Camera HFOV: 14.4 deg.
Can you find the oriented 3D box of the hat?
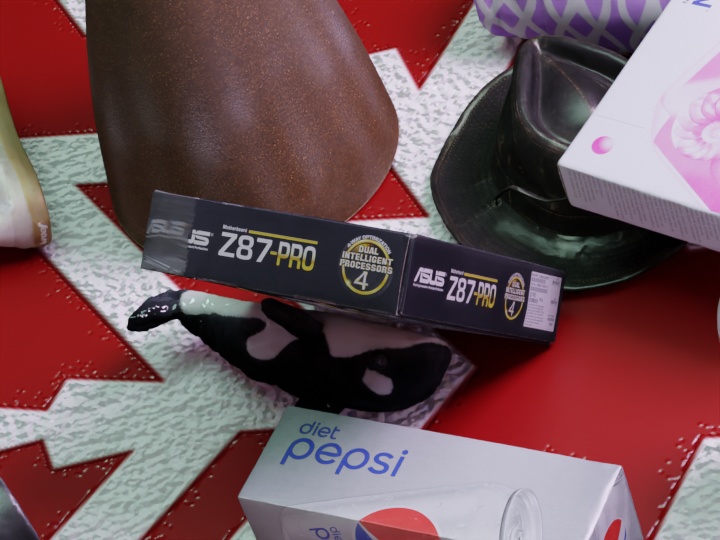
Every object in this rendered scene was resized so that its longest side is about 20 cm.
[{"bbox_3d":[0.123,-0.085,1.655,0.199,0.081,0.201,-11,44,10],"label":"hat"}]

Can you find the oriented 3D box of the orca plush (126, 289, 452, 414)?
[{"bbox_3d":[-0.043,0.057,1.581,0.199,0.105,0.072,12,83,22],"label":"orca plush"}]

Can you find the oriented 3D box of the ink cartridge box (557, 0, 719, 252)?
[{"bbox_3d":[0.239,-0.092,1.555,0.199,0.043,0.197,18,60,33],"label":"ink cartridge box"}]

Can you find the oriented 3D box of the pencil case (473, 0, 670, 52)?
[{"bbox_3d":[0.166,-0.177,1.729,0.199,0.084,0.086,8,68,25],"label":"pencil case"}]

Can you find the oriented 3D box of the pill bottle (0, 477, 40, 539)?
[{"bbox_3d":[-0.263,0.185,1.498,0.199,0.112,0.112,-32,45,-14],"label":"pill bottle"}]

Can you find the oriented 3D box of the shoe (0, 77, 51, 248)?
[{"bbox_3d":[-0.244,-0.085,1.791,0.053,0.070,0.201,-17,45,-10],"label":"shoe"}]

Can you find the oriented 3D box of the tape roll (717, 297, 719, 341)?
[{"bbox_3d":[0.276,0.028,1.404,0.201,0.203,0.037,3,47,22],"label":"tape roll"}]

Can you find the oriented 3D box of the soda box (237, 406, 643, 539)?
[{"bbox_3d":[0.041,0.129,1.482,0.199,0.064,0.068,9,50,27],"label":"soda box"}]

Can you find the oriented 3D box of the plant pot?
[{"bbox_3d":[-0.089,-0.139,1.698,0.186,0.201,0.188,-10,43,9],"label":"plant pot"}]

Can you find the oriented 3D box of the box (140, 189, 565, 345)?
[{"bbox_3d":[0.000,0.000,1.543,0.160,0.200,0.049,9,89,29],"label":"box"}]
